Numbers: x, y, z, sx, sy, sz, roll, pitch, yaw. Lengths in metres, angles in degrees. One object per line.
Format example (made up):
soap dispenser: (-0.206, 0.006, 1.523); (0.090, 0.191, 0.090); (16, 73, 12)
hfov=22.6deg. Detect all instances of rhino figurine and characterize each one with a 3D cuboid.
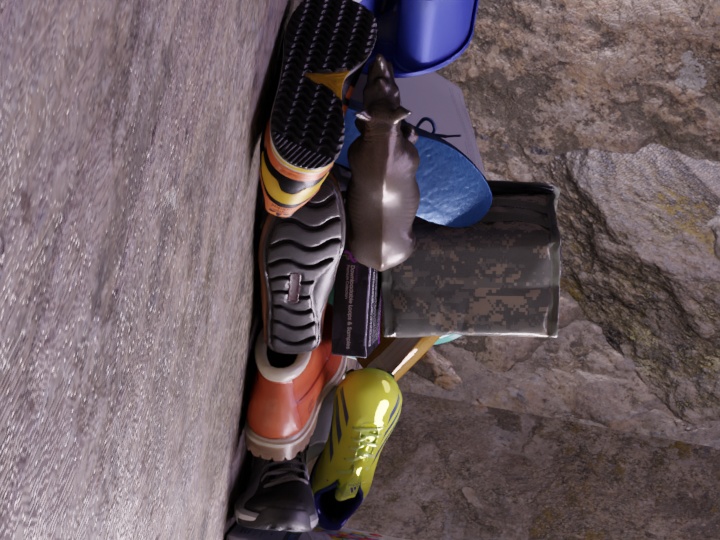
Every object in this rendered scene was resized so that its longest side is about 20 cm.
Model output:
rhino figurine: (0.018, -0.086, 1.426); (0.088, 0.060, 0.200); (-84, 175, -50)

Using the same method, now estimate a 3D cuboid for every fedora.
fedora: (0.039, 0.049, 1.791); (0.201, 0.082, 0.201); (-45, 178, -2)

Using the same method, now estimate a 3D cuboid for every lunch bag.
lunch bag: (0.104, -0.023, 1.674); (0.200, 0.164, 0.118); (-81, 170, -67)

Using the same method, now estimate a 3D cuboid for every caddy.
caddy: (0.033, -0.251, 1.561); (0.105, 0.141, 0.200); (88, 12, -49)

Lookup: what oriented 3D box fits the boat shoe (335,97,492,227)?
boat shoe: (0.031, -0.109, 1.550); (0.084, 0.200, 0.069); (-49, -151, 14)

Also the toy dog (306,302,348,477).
toy dog: (-0.060, 0.140, 1.806); (0.132, 0.096, 0.200); (81, 4, -71)

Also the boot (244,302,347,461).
boot: (-0.055, 0.069, 1.629); (0.200, 0.075, 0.107); (-73, 168, -54)

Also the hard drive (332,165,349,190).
hard drive: (-0.017, -0.056, 1.726); (0.200, 0.025, 0.132); (5, 95, -68)

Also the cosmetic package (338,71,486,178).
cosmetic package: (0.041, -0.135, 1.718); (0.200, 0.081, 0.113); (20, 53, -63)

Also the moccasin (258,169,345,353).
moccasin: (-0.048, -0.018, 1.487); (0.202, 0.074, 0.078); (90, -4, -50)

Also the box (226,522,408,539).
box: (-0.020, 0.270, 1.675); (0.156, 0.200, 0.041); (-16, 118, -85)

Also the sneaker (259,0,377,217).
sneaker: (-0.042, -0.129, 1.391); (0.090, 0.070, 0.200); (119, -12, -48)

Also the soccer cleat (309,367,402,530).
soccer cleat: (-0.004, 0.167, 1.665); (0.200, 0.065, 0.084); (109, -9, -47)

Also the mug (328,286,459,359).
mug: (0.024, 0.036, 1.934); (0.185, 0.152, 0.115); (-1, -109, 49)

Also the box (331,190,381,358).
box: (0.000, 0.000, 1.615); (0.200, 0.036, 0.143); (-26, 119, -87)

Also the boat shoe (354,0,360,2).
boat shoe: (0.000, -0.312, 1.485); (0.086, 0.075, 0.202); (92, 18, -50)

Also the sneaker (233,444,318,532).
sneaker: (-0.076, 0.172, 1.656); (0.200, 0.075, 0.116); (-166, -99, -83)
